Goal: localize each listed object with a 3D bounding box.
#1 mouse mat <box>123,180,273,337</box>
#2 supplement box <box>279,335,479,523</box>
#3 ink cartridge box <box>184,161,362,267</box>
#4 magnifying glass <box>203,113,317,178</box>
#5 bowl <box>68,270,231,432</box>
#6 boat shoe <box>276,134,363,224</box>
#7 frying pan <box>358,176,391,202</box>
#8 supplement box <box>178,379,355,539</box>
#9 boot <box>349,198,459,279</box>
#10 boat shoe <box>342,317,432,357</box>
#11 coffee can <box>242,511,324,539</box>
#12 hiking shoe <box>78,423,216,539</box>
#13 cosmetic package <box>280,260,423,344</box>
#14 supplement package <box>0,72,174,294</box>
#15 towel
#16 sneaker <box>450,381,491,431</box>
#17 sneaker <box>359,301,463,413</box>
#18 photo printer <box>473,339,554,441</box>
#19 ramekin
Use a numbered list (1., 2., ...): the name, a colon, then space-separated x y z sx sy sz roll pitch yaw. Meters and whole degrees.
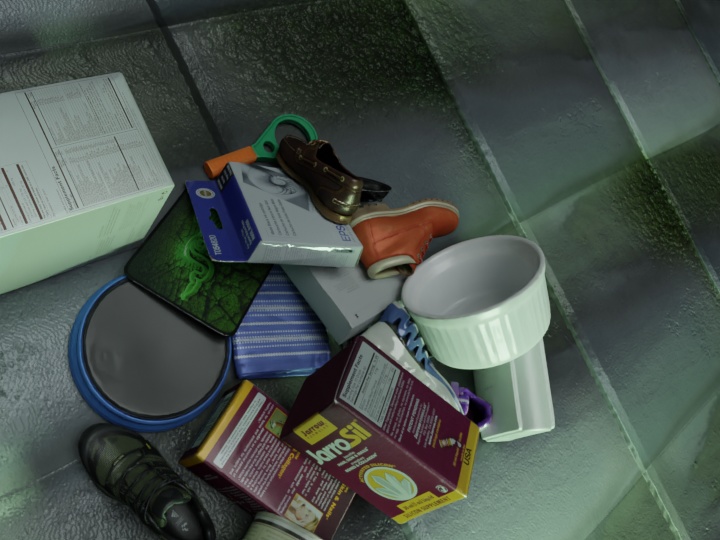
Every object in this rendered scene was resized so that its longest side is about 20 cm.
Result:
1. mouse mat: -0.198 -0.022 0.872 0.160 0.008 0.201 32 46 -9
2. supplement box: 0.026 0.196 0.789 0.199 0.131 0.104 38 43 -12
3. ink cartridge box: -0.120 -0.079 0.881 0.197 0.041 0.200 1 36 -29
4. magnifying glass: -0.147 -0.182 0.990 0.199 0.022 0.080 -29 89 -37
5. bowl: -0.254 0.094 0.811 0.198 0.039 0.204 11 67 -27
6. boat shoe: -0.055 -0.146 0.920 0.070 0.071 0.200 -2 37 -38
7. frying pan: 0.013 -0.117 0.981 0.114 0.189 0.031 -3 112 -36
8. supplement box: -0.108 0.246 0.814 0.199 0.085 0.111 41 56 -11
9. boot: 0.075 -0.042 0.957 0.198 0.075 0.108 -11 64 -30
10. boat shoe: 0.071 0.102 0.989 0.198 0.060 0.077 -10 78 -33
11. coffee can: -0.107 0.398 0.723 0.146 0.146 0.201 40 57 -12
12. hiking shoe: -0.229 0.242 0.734 0.200 0.100 0.076 46 55 -8
13. cosmetic package: 0.000 0.000 0.954 0.199 0.052 0.151 -25 69 -43
14. supplement package: -0.348 -0.092 0.731 0.198 0.191 0.149 -24 85 -35
15. towel: -0.119 0.050 0.920 0.143 0.024 0.203 1 70 -31
16. sneaker: 0.114 0.193 0.966 0.198 0.088 0.082 25 63 -20
17. sneaker: 0.050 0.156 0.884 0.114 0.081 0.201 -30 90 -12
18. photo printer: 0.226 0.152 1.002 0.068 0.167 0.203 0 72 -11
19. ramekin: 0.164 0.044 0.898 0.200 0.199 0.099 -42 121 -34
